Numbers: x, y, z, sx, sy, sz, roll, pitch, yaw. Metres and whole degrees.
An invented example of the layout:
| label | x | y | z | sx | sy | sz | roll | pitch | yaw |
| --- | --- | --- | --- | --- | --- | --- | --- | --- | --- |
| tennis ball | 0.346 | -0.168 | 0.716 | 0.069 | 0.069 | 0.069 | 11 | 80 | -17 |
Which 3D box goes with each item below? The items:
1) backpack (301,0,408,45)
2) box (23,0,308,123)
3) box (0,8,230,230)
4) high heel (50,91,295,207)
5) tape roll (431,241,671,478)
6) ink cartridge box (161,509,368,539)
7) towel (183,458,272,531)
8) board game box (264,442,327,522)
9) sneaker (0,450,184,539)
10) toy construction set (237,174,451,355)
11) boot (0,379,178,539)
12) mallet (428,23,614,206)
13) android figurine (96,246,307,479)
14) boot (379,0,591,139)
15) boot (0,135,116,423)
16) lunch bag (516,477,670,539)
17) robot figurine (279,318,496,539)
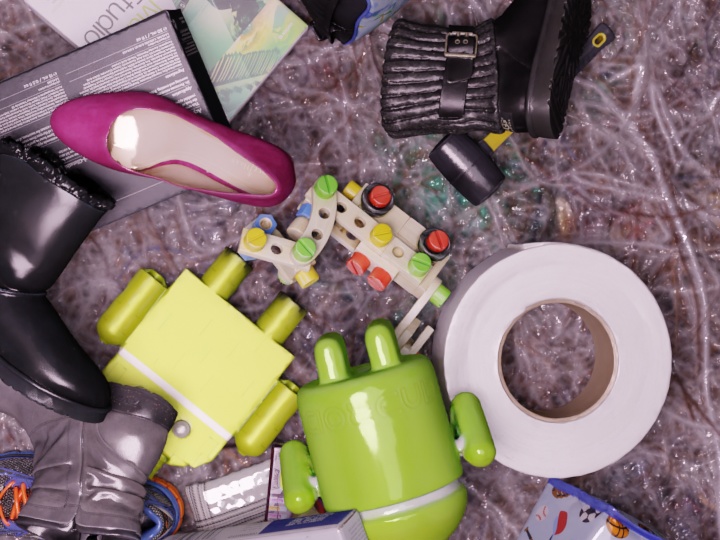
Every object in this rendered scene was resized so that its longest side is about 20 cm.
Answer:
| label | x | y | z | sx | sy | sz | roll | pitch | yaw |
| --- | --- | --- | --- | --- | --- | --- | --- | --- | --- |
| backpack | -0.011 | -0.297 | 1.264 | 0.147 | 0.200 | 0.183 | -39 | 94 | -6 |
| box | -0.164 | -0.217 | 1.332 | 0.200 | 0.036 | 0.144 | 40 | 87 | -7 |
| box | -0.215 | -0.112 | 1.284 | 0.199 | 0.079 | 0.142 | -21 | 97 | 6 |
| high heel | -0.147 | -0.090 | 1.199 | 0.199 | 0.096 | 0.068 | 18 | 102 | -2 |
| tape roll | 0.164 | 0.075 | 1.354 | 0.201 | 0.071 | 0.203 | 0 | 91 | -5 |
| ink cartridge box | -0.057 | 0.299 | 1.261 | 0.196 | 0.043 | 0.201 | -13 | 103 | 31 |
| towel | -0.031 | 0.246 | 1.354 | 0.199 | 0.035 | 0.193 | -17 | 92 | -6 |
| board game box | -0.026 | 0.251 | 1.331 | 0.119 | 0.032 | 0.201 | 4 | 93 | -10 |
| sneaker | -0.247 | 0.194 | 1.308 | 0.199 | 0.078 | 0.076 | 3 | 90 | -6 |
| toy construction set | 0.000 | 0.000 | 1.324 | 0.200 | 0.092 | 0.131 | 45 | 62 | -12 |
| boot | -0.255 | 0.149 | 1.267 | 0.199 | 0.070 | 0.132 | 9 | 67 | 21 |
| mallet | 0.154 | -0.136 | 1.369 | 0.200 | 0.041 | 0.066 | -37 | 93 | -8 |
| android figurine | -0.141 | 0.084 | 1.335 | 0.182 | 0.041 | 0.200 | 41 | 85 | -2 |
| boot | 0.107 | -0.204 | 1.341 | 0.157 | 0.080 | 0.212 | 4 | 59 | 22 |
| boot | -0.246 | 0.003 | 1.219 | 0.198 | 0.073 | 0.163 | 33 | 97 | 8 |
| lunch bag | 0.221 | 0.299 | 1.339 | 0.200 | 0.124 | 0.170 | 33 | 86 | -27 |
| robot figurine | 0.018 | 0.143 | 1.258 | 0.175 | 0.116 | 0.201 | -16 | 92 | 1 |
